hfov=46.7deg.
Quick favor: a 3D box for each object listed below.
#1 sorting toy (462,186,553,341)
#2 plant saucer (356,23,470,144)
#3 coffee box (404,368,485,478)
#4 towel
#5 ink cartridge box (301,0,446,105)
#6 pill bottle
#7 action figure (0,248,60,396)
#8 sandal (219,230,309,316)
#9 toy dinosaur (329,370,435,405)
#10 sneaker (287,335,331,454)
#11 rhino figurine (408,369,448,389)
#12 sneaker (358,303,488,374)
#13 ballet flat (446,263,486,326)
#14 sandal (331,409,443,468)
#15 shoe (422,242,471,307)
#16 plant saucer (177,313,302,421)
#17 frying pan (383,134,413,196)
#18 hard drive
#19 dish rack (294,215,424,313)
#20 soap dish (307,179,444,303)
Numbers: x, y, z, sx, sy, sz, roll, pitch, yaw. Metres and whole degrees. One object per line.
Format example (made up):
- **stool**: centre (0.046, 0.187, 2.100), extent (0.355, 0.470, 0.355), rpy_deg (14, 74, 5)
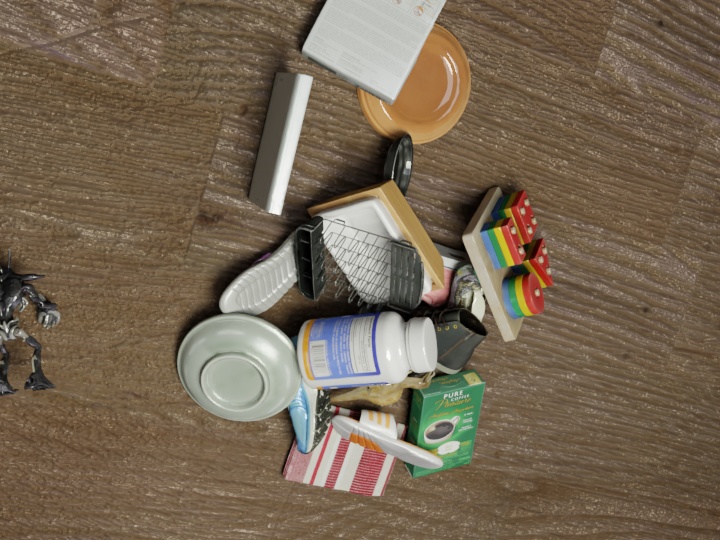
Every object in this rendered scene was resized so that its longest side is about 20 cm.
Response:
- **sorting toy**: centre (0.259, -0.020, 1.390), extent (0.069, 0.200, 0.199), rpy_deg (-14, 111, 29)
- **plant saucer**: centre (0.092, -0.303, 1.347), extent (0.200, 0.037, 0.201), rpy_deg (-5, 104, -19)
- **coffee box**: centre (0.147, 0.271, 1.471), extent (0.123, 0.044, 0.200), rpy_deg (-10, 126, -19)
- **towel**: centre (-0.026, 0.314, 1.461), extent (0.200, 0.023, 0.144), rpy_deg (18, 94, -25)
- **ink cartridge box**: centre (0.026, -0.380, 1.273), extent (0.162, 0.057, 0.200), rpy_deg (28, 87, -5)
- **pill bottle**: centre (0.013, 0.122, 1.288), extent (0.200, 0.112, 0.112), rpy_deg (-7, 109, 17)
- **action figure**: centre (-0.494, 0.076, 1.185), extent (0.119, 0.102, 0.200), rpy_deg (-9, 80, -10)
- **sandal**: centre (-0.145, 0.004, 1.328), extent (0.203, 0.050, 0.083), rpy_deg (-39, 128, -22)
- **toy dinosaur**: centre (0.023, 0.190, 1.376), extent (0.200, 0.058, 0.101), rpy_deg (-13, 127, 9)
- **sneaker**: centre (-0.104, 0.204, 1.380), extent (0.090, 0.078, 0.201), rpy_deg (-4, 95, 18)
- **rhino figurine**: centre (0.101, 0.162, 1.451), extent (0.200, 0.060, 0.088), rpy_deg (37, 81, -27)
- **sneaker**: centre (0.102, 0.084, 1.355), extent (0.200, 0.075, 0.106), rpy_deg (25, 129, -12)
- **ballet flat**: centre (0.176, 0.084, 1.402), extent (0.072, 0.072, 0.201), rpy_deg (-10, 131, -18)
- **sandal**: centre (0.049, 0.279, 1.428), extent (0.206, 0.079, 0.059), rpy_deg (24, 62, -8)
- **shoe**: centre (0.163, 0.019, 1.439), extent (0.200, 0.072, 0.091), rpy_deg (17, 112, -30)
- **plant saucer**: centre (-0.192, 0.164, 1.300), extent (0.200, 0.050, 0.201), rpy_deg (1, 117, 3)
- **frying pan**: centre (0.067, -0.142, 1.372), extent (0.190, 0.031, 0.115), rpy_deg (77, 29, -55)
- **hard drive**: centre (-0.121, -0.192, 1.240), extent (0.026, 0.132, 0.200), rpy_deg (10, 99, -22)
- **dish rack**: centre (0.000, 0.000, 1.286), extent (0.154, 0.200, 0.055), rpy_deg (89, 26, -45)
- **soap dish**: centre (0.030, -0.046, 1.325), extent (0.200, 0.157, 0.081), rpy_deg (55, 46, -23)
